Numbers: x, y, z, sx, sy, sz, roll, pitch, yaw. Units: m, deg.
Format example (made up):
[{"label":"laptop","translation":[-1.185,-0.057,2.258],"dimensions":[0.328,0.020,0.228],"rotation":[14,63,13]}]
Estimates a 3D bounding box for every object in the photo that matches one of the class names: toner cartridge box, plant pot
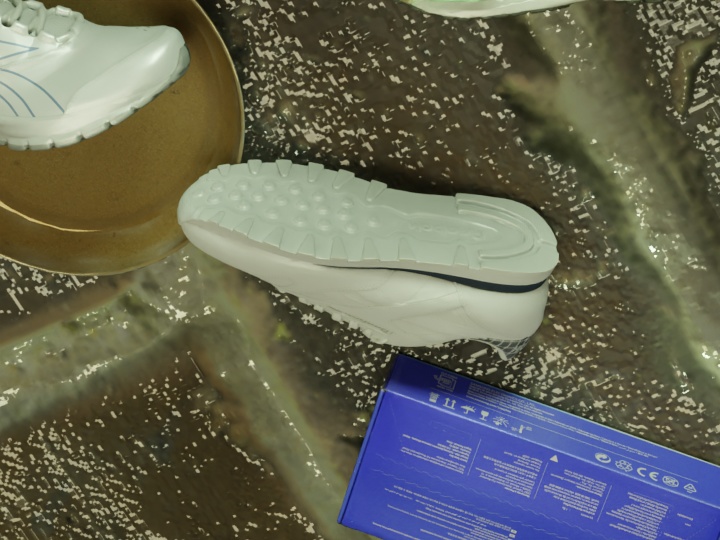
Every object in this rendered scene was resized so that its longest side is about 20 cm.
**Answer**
[{"label":"toner cartridge box","translation":[0.096,0.125,1.478],"dimensions":[0.200,0.043,0.095],"rotation":[20,121,2]},{"label":"plant pot","translation":[-0.155,-0.091,1.431],"dimensions":[0.200,0.027,0.200],"rotation":[6,118,11]}]

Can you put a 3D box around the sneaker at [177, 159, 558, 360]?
[{"label":"sneaker","translation":[0.000,0.000,1.412],"dimensions":[0.200,0.076,0.081],"rotation":[13,133,-2]}]

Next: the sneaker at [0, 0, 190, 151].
[{"label":"sneaker","translation":[-0.185,-0.107,1.375],"dimensions":[0.200,0.075,0.087],"rotation":[-5,111,14]}]

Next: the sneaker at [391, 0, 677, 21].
[{"label":"sneaker","translation":[0.095,-0.173,1.317],"dimensions":[0.200,0.077,0.089],"rotation":[-5,103,9]}]
